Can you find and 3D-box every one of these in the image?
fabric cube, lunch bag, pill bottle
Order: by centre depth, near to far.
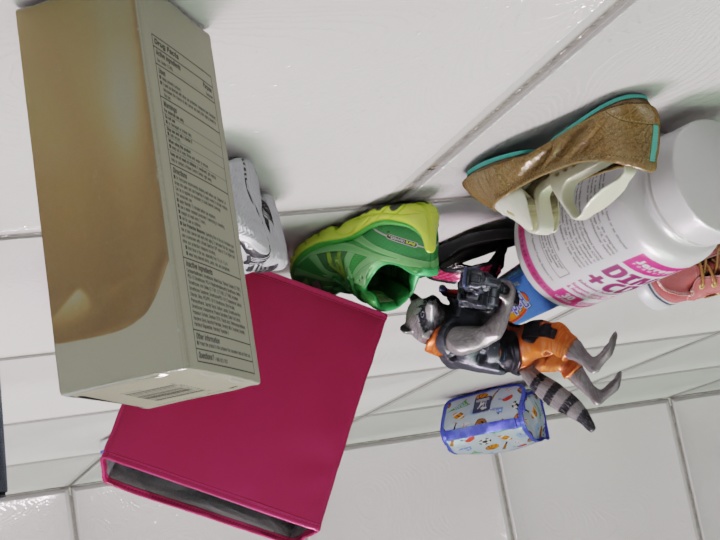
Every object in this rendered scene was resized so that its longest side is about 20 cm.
[{"bbox_3d":[0.227,-0.046,1.193,0.113,0.114,0.200,-3,166,-31],"label":"pill bottle"},{"bbox_3d":[-0.111,0.119,1.308,0.195,0.200,0.200,19,163,-5],"label":"fabric cube"},{"bbox_3d":[0.252,0.284,2.723,0.169,0.124,0.200,-14,175,19],"label":"lunch bag"}]

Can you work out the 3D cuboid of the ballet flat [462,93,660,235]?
[{"bbox_3d":[0.155,-0.070,1.119,0.068,0.073,0.200,1,164,-42],"label":"ballet flat"}]

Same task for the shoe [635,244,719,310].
[{"bbox_3d":[0.390,-0.004,1.647,0.091,0.072,0.200,-21,169,37],"label":"shoe"}]

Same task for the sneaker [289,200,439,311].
[{"bbox_3d":[0.000,0.000,1.282,0.074,0.084,0.200,-3,166,-33],"label":"sneaker"}]

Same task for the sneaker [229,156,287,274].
[{"bbox_3d":[-0.122,-0.026,1.075,0.114,0.075,0.200,-14,171,3],"label":"sneaker"}]

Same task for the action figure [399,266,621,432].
[{"bbox_3d":[0.124,0.061,1.252,0.193,0.105,0.200,16,176,18],"label":"action figure"}]

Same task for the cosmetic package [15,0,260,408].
[{"bbox_3d":[-0.113,-0.036,0.743,0.071,0.201,0.105,-12,167,14],"label":"cosmetic package"}]

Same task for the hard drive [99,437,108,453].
[{"bbox_3d":[-0.337,0.269,2.372,0.131,0.025,0.200,-4,166,-28],"label":"hard drive"}]

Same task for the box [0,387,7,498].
[{"bbox_3d":[-0.339,0.074,1.052,0.051,0.201,0.157,-12,169,37],"label":"box"}]

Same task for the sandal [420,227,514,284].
[{"bbox_3d":[0.098,-0.003,1.443,0.200,0.045,0.075,-20,165,37],"label":"sandal"}]

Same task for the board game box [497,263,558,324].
[{"bbox_3d":[0.194,-0.002,1.399,0.152,0.045,0.200,-33,-179,-29],"label":"board game box"}]
